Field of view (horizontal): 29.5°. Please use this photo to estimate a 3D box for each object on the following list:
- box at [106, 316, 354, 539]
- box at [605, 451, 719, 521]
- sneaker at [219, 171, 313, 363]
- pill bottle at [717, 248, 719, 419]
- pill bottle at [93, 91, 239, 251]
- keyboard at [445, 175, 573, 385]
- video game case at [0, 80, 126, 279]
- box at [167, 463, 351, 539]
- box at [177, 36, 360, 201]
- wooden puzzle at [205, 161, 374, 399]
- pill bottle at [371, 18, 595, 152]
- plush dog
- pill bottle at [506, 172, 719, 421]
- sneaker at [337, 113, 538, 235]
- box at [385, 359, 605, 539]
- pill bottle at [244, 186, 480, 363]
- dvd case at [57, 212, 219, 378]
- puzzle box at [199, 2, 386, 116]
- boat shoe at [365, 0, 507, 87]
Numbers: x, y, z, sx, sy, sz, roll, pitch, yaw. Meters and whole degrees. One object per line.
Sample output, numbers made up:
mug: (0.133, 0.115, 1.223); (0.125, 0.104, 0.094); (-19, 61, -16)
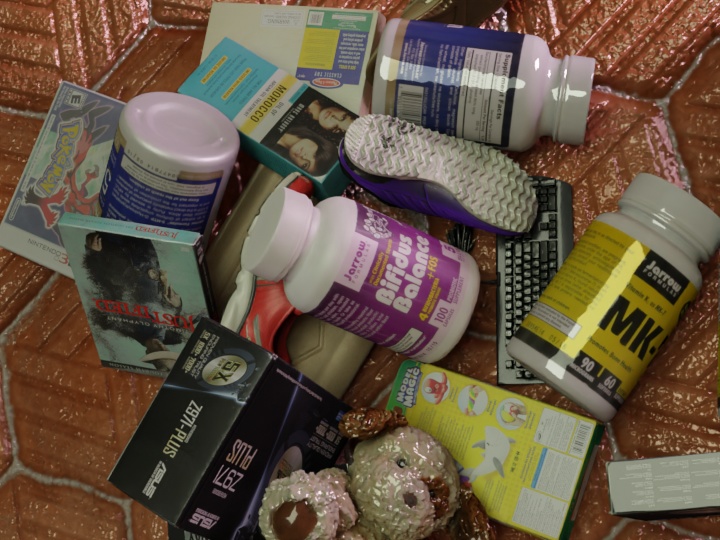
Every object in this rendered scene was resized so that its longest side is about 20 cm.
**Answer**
box: (-0.106, 0.156, 1.218); (0.086, 0.200, 0.164); (26, 81, 29)
box: (0.314, 0.174, 1.119); (0.199, 0.160, 0.044); (-8, 76, 20)
sneaker: (-0.071, 0.006, 1.321); (0.085, 0.077, 0.201); (18, 97, 15)
pill bottle: (0.359, 0.034, 1.159); (0.109, 0.109, 0.201); (0, 78, 22)
pill bottle: (-0.202, -0.064, 1.363); (0.120, 0.119, 0.201); (40, 127, 24)
keyboard: (0.140, 0.009, 1.303); (0.126, 0.021, 0.201); (-4, 76, 21)
video game case: (-0.294, -0.091, 1.500); (0.182, 0.023, 0.201); (21, 87, 25)
box: (-0.086, 0.279, 1.319); (0.199, 0.050, 0.159); (-11, 74, 19)
box: (-0.083, -0.151, 1.374); (0.200, 0.049, 0.082); (33, 75, 25)
wooden puzzle: (-0.058, 0.012, 1.372); (0.200, 0.046, 0.186); (32, 92, 20)
pill bottle: (0.117, -0.172, 1.291); (0.199, 0.111, 0.112); (9, 81, 8)
plush dog: (0.017, 0.218, 1.212); (0.172, 0.160, 0.200); (-45, 96, -11)
pill bottle: (0.228, 0.021, 1.209); (0.114, 0.114, 0.200); (34, 88, 25)
sneaker: (0.069, -0.084, 1.298); (0.199, 0.100, 0.070); (23, 71, -9)
box: (0.112, 0.164, 1.266); (0.199, 0.048, 0.118); (18, 87, 22)
pill bottle: (0.000, 0.000, 1.252); (0.199, 0.112, 0.113); (23, 87, -18)
dvd case: (-0.209, 0.033, 1.350); (0.145, 0.201, 0.022); (9, 46, 16)
puzzle box: (-0.078, -0.211, 1.437); (0.199, 0.025, 0.134); (8, 81, 23)
boat shoe: (0.083, -0.256, 1.366); (0.200, 0.071, 0.065); (-41, 32, 18)
